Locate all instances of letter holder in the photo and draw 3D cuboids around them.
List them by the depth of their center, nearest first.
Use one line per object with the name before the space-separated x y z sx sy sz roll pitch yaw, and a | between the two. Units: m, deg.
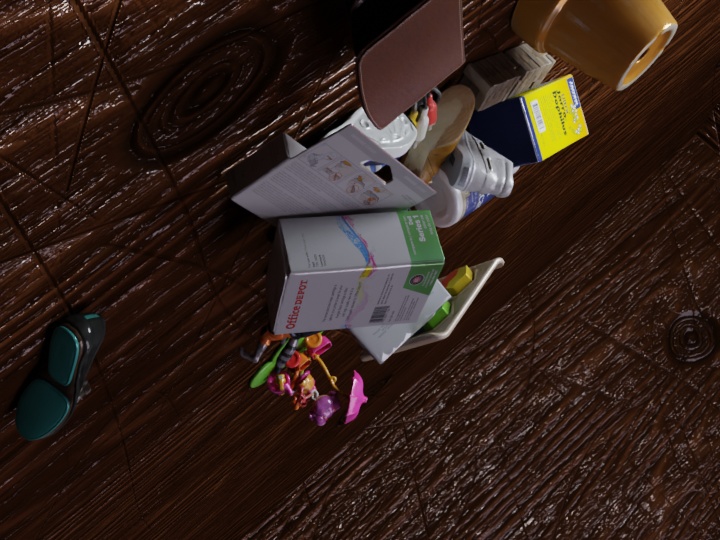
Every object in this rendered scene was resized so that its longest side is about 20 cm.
letter holder | 0.027 -0.256 1.087 0.142 0.101 0.200 -41 165 -3

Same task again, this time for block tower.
block tower | 0.225 -0.303 1.572 0.199 0.054 0.058 -28 158 -46

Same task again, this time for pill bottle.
pill bottle | 0.187 -0.164 1.736 0.199 0.111 0.111 -34 162 -35

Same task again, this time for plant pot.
plant pot | 0.353 -0.370 1.477 0.200 0.183 0.201 -40 165 -13

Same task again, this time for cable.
cable | 0.092 -0.244 1.383 0.097 0.050 0.201 -38 165 -24

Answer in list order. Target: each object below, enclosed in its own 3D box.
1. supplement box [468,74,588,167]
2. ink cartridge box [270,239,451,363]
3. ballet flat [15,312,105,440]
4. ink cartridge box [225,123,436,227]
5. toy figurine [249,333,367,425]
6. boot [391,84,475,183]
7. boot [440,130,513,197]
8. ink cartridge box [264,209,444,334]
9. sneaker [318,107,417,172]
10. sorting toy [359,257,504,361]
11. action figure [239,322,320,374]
supplement box | 0.281 -0.244 1.686 0.108 0.111 0.199 -11 -167 40
ink cartridge box | 0.000 0.000 1.427 0.145 0.200 0.145 -43 -156 -4
ballet flat | -0.346 0.125 1.194 0.201 0.068 0.068 -54 171 34
ink cartridge box | -0.032 -0.104 1.205 0.175 0.045 0.199 -30 147 22
toy figurine | -0.081 0.218 1.919 0.200 0.184 0.150 -40 165 -10
boot | 0.110 -0.196 1.566 0.202 0.070 0.144 -56 176 10
boot | 0.182 -0.166 1.575 0.201 0.094 0.074 -94 -157 -60
ink cartridge box | -0.013 0.003 1.261 0.197 0.085 0.145 -4 148 -16
sneaker | -0.024 -0.136 1.338 0.199 0.081 0.147 -33 170 -47
sorting toy | 0.102 0.053 1.499 0.184 0.037 0.200 -22 -162 50
action figure | -0.084 0.082 1.675 0.193 0.106 0.199 -33 166 30
